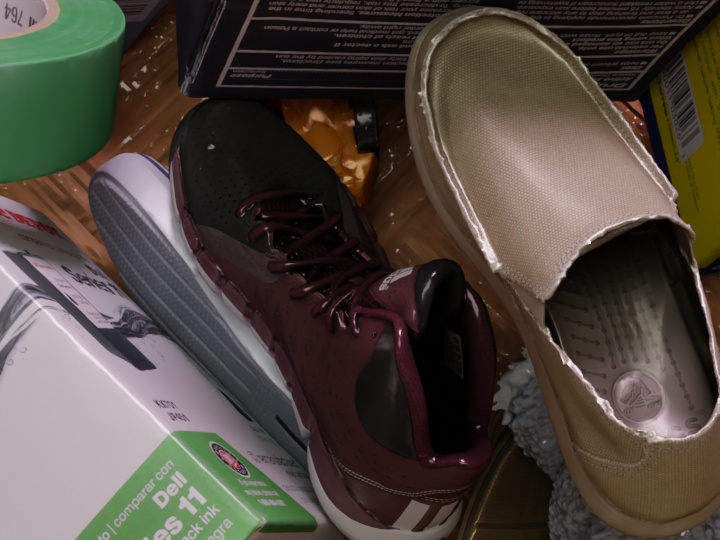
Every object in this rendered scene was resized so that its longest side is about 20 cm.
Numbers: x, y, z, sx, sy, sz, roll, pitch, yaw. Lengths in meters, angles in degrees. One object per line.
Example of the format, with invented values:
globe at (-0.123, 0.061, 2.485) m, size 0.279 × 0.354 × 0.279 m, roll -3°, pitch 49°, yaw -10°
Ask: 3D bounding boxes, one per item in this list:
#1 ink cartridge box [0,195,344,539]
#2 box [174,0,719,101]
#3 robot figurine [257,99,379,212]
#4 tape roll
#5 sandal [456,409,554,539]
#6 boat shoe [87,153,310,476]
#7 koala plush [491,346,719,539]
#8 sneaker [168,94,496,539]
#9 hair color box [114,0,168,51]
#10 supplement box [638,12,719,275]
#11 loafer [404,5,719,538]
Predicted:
ink cartridge box at (-0.112, 0.058, 0.758) m, size 0.200 × 0.147 × 0.083 m, roll 43°, pitch 94°, yaw 14°
box at (0.040, -0.151, 0.723) m, size 0.199 × 0.198 × 0.124 m, roll 0°, pitch 73°, yaw -15°
robot figurine at (0.006, -0.118, 0.856) m, size 0.145 × 0.058 × 0.201 m, roll -9°, pitch 74°, yaw 0°
tape roll at (-0.192, -0.088, 0.753) m, size 0.200 × 0.200 × 0.048 m, roll 13°, pitch 110°, yaw 7°
sandal at (0.083, 0.066, 0.799) m, size 0.080 × 0.054 × 0.200 m, roll 29°, pitch 62°, yaw -21°
boat shoe at (-0.034, 0.024, 0.821) m, size 0.062 × 0.072 × 0.200 m, roll -37°, pitch 80°, yaw -29°
koala plush at (0.158, 0.076, 0.721) m, size 0.199 × 0.184 × 0.178 m, roll -13°, pitch 73°, yaw -4°
sneaker at (0.000, 0.000, 0.736) m, size 0.076 × 0.116 × 0.200 m, roll -22°, pitch 75°, yaw -28°
hair color box at (-0.142, -0.204, 0.862) m, size 0.099 × 0.061 × 0.200 m, roll -41°, pitch 71°, yaw 37°
supplement box at (0.197, -0.083, 0.749) m, size 0.109 × 0.200 × 0.110 m, roll -6°, pitch 73°, yaw -16°
loafer at (0.077, -0.011, 0.661) m, size 0.075 × 0.068 × 0.200 m, roll -21°, pitch 73°, yaw -15°
